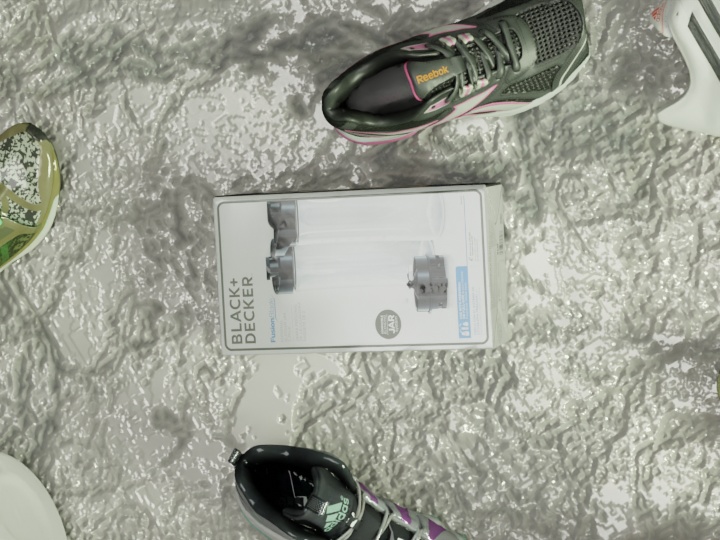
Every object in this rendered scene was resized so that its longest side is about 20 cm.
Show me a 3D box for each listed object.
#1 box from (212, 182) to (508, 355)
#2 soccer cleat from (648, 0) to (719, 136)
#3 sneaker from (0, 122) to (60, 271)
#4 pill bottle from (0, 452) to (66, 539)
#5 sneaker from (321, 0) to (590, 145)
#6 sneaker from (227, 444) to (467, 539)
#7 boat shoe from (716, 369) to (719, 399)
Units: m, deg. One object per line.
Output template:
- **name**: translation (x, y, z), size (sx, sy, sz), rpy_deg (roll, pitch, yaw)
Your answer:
- **box**: translation (0.000, 0.000, 1.285), size (0.199, 0.060, 0.118), rpy_deg (-1, 94, 16)
- **soccer cleat**: translation (0.232, -0.188, 1.202), size (0.085, 0.069, 0.202), rpy_deg (1, 99, 11)
- **sneaker**: translation (-0.295, -0.022, 1.350), size (0.077, 0.089, 0.200), rpy_deg (39, 103, 10)
- **pill bottle**: translation (-0.328, 0.229, 1.368), size (0.199, 0.113, 0.114), rpy_deg (-32, 86, 16)
- **sneaker**: translation (0.063, -0.132, 1.243), size (0.199, 0.086, 0.081), rpy_deg (-24, 89, 15)
- **sneaker**: translation (-0.006, 0.177, 1.253), size (0.199, 0.140, 0.078), rpy_deg (21, 76, 12)
- **boat shoe**: translation (0.308, 0.138, 1.208), size (0.200, 0.063, 0.073), rpy_deg (45, 103, 7)
